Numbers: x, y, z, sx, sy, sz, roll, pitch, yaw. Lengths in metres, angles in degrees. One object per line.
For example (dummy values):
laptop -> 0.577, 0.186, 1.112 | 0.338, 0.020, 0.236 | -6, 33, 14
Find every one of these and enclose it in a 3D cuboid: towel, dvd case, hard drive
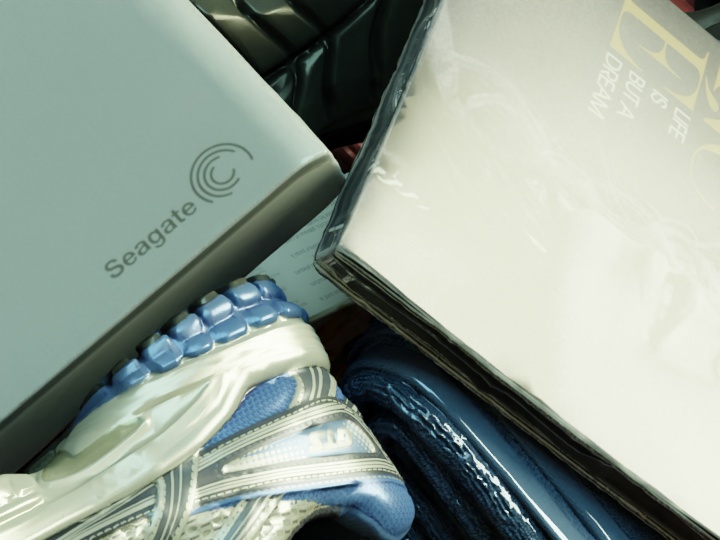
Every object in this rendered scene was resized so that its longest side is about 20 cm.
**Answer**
towel -> 0.072, 0.022, 0.765 | 0.112, 0.049, 0.200 | 51, 44, -4
dvd case -> 0.088, 0.004, 0.743 | 0.200, 0.016, 0.149 | 38, 46, -17
hard drive -> -0.116, -0.049, 0.725 | 0.132, 0.027, 0.200 | -40, 66, -6

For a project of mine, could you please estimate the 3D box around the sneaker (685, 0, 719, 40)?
sneaker -> 0.151, -0.089, 0.937 | 0.083, 0.072, 0.200 | 33, 39, 19

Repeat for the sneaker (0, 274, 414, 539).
sneaker -> -0.060, 0.083, 0.627 | 0.085, 0.077, 0.200 | 47, 58, 5

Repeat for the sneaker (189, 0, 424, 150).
sneaker -> -0.012, -0.067, 0.804 | 0.200, 0.073, 0.082 | -20, 14, -26

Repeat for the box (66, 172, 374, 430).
box -> 0.000, 0.000, 0.788 | 0.041, 0.039, 0.200 | 42, 43, 22
